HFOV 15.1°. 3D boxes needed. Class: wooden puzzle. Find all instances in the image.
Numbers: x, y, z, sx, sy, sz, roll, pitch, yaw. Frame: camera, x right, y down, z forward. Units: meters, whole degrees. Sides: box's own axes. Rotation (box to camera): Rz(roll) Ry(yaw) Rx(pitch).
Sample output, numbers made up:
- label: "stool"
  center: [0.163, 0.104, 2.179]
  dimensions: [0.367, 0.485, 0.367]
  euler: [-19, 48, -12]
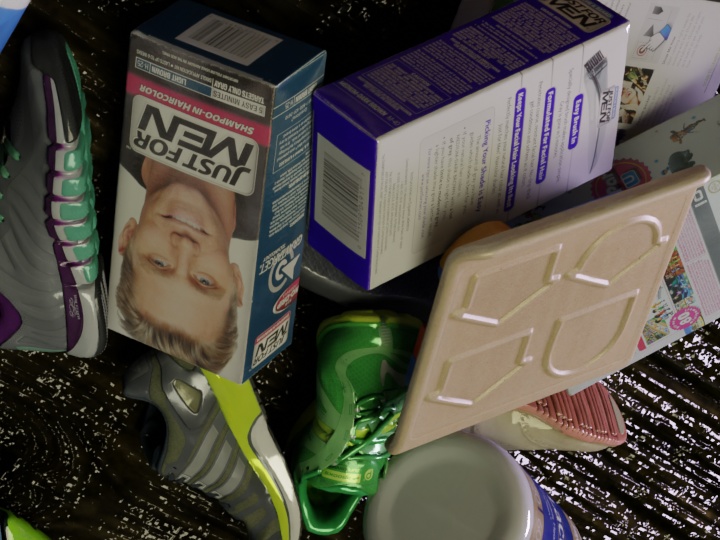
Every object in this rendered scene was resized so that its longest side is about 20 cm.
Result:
- label: "wooden puzzle"
  center: [0.105, 0.016, 1.629]
  dimensions: [0.184, 0.046, 0.201]
  euler: [-18, 148, -29]

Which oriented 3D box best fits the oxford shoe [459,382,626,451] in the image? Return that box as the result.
- label: "oxford shoe"
  center: [0.093, 0.089, 1.806]
  dimensions: [0.199, 0.071, 0.074]
  euler: [20, 131, -36]

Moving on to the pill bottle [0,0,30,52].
- label: "pill bottle"
  center: [-0.234, -0.142, 1.406]
  dimensions: [0.112, 0.112, 0.201]
  euler: [19, 110, -38]

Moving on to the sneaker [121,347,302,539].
- label: "sneaker"
  center: [-0.093, 0.112, 1.706]
  dimensions: [0.080, 0.074, 0.201]
  euler: [-22, 125, -3]

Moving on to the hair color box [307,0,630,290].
- label: "hair color box"
  center: [0.063, -0.081, 1.581]
  dimensions: [0.199, 0.065, 0.110]
  euler: [-25, 136, -31]

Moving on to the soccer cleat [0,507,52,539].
- label: "soccer cleat"
  center: [-0.272, 0.227, 1.677]
  dimensions: [0.200, 0.067, 0.081]
  euler: [-43, 127, -7]

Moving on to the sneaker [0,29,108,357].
- label: "sneaker"
  center: [-0.194, -0.037, 1.535]
  dimensions: [0.087, 0.075, 0.201]
  euler: [-4, 116, -1]

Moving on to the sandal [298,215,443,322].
- label: "sandal"
  center: [0.000, 0.001, 1.678]
  dimensions: [0.199, 0.076, 0.043]
  euler: [22, 135, -39]

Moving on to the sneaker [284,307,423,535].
- label: "sneaker"
  center: [0.000, 0.096, 1.694]
  dimensions: [0.074, 0.084, 0.201]
  euler: [3, 141, -11]

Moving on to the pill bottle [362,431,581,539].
- label: "pill bottle"
  center: [0.085, 0.189, 1.803]
  dimensions: [0.116, 0.116, 0.200]
  euler: [-42, 151, 1]

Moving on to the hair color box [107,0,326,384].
- label: "hair color box"
  center: [-0.085, -0.044, 1.564]
  dimensions: [0.060, 0.100, 0.201]
  euler: [-40, 145, -50]

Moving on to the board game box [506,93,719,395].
- label: "board game box"
  center: [0.194, -0.021, 1.739]
  dimensions: [0.199, 0.064, 0.148]
  euler: [-28, 142, 1]

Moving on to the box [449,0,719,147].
- label: "box"
  center: [0.138, -0.122, 1.697]
  dimensions: [0.199, 0.036, 0.145]
  euler: [5, 118, -35]
